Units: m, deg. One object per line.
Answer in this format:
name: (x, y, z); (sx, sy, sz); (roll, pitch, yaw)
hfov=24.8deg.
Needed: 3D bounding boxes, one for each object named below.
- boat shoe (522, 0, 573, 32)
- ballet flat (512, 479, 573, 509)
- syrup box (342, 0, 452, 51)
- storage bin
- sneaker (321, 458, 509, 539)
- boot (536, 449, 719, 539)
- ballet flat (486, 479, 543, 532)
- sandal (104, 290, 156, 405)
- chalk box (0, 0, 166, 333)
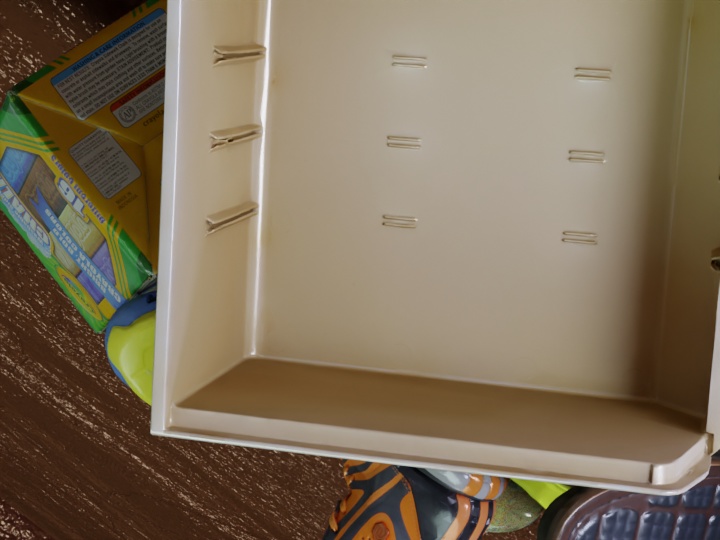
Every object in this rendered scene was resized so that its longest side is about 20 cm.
boat shoe: (0.078, -0.048, 0.664); (0.071, 0.070, 0.200); (3, 135, -9)
ballet flat: (0.113, 0.095, 0.888); (0.200, 0.067, 0.067); (30, 152, 21)
syrup box: (-0.035, -0.153, 0.682); (0.200, 0.079, 0.081); (33, 157, 7)
storage bin: (0.038, -0.038, 0.575); (0.198, 0.201, 0.094); (6, -170, 14)
sneaker: (-0.002, 0.115, 0.986); (0.077, 0.112, 0.200); (12, -159, -39)
boot: (0.119, 0.092, 0.644); (0.199, 0.075, 0.097); (6, -168, -40)
ballet flat: (0.030, 0.109, 1.053); (0.200, 0.071, 0.071); (22, 155, 41)
sandal: (-0.056, 0.032, 0.915); (0.199, 0.080, 0.087); (-1, -151, -38)
chalk box: (-0.131, -0.055, 0.936); (0.124, 0.124, 0.200); (52, 156, -3)
